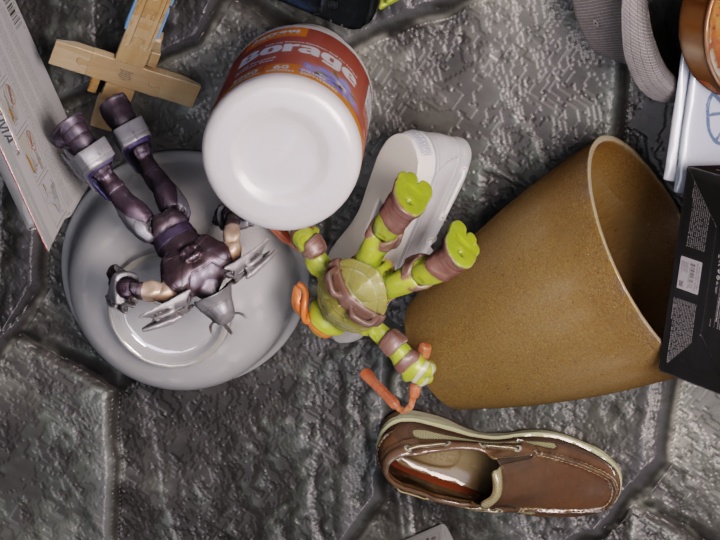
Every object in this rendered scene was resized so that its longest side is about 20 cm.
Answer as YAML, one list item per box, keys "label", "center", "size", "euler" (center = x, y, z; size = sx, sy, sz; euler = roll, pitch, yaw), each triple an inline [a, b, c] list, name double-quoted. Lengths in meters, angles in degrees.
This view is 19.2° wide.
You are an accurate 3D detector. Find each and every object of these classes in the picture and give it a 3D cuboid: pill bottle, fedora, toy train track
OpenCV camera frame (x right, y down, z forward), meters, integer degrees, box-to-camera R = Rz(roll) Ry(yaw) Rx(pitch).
- label: "pill bottle"
  center: [-0.048, -0.113, 1.535]
  size: [0.111, 0.200, 0.113]
  euler: [1, 111, 3]
- label: "fedora"
  center: [0.207, -0.222, 1.512]
  size: [0.090, 0.177, 0.201]
  euler: [16, 134, 36]
- label: "toy train track"
  center: [-0.162, -0.187, 1.586]
  size: [0.114, 0.033, 0.200]
  euler: [16, 132, -14]

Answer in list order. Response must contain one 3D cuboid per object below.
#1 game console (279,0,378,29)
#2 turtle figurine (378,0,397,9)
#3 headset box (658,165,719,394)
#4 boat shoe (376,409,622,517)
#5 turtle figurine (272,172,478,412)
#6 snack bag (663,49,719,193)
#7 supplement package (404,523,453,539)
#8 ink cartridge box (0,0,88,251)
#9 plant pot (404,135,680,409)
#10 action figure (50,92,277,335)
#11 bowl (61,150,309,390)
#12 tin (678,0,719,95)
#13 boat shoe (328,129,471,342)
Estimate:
- label: "game console"
  center: [-0.085, -0.261, 1.482]
  size: [0.199, 0.116, 0.177]
  euler: [25, 125, 18]
- label: "turtle figurine"
  center: [0.000, -0.275, 1.541]
  size: [0.199, 0.064, 0.162]
  euler: [-30, 91, 28]
- label: "headset box"
  center: [0.314, 0.002, 1.510]
  size: [0.199, 0.077, 0.150]
  euler: [-3, 106, -38]
- label: "boat shoe"
  center: [0.110, 0.168, 1.699]
  size: [0.201, 0.075, 0.075]
  euler: [8, 112, 1]
- label: "turtle figurine"
  center: [0.000, 0.000, 1.557]
  size: [0.200, 0.064, 0.161]
  euler: [54, 128, 9]
- label: "snack bag"
  center: [0.308, -0.151, 1.530]
  size: [0.199, 0.021, 0.190]
  euler: [-3, 104, -33]
- label: "supplement package"
  center: [0.039, 0.314, 1.693]
  size: [0.117, 0.200, 0.117]
  euler: [-24, 108, 12]
- label: "ink cartridge box"
  center: [-0.267, -0.123, 1.561]
  size: [0.043, 0.174, 0.201]
  euler: [-18, 109, 12]
- label: "plant pot"
  center: [0.140, 0.026, 1.601]
  size: [0.199, 0.187, 0.187]
  euler: [-28, 107, 27]
- label: "action figure"
  center: [-0.145, -0.036, 1.568]
  size: [0.130, 0.069, 0.201]
  euler: [-29, 76, -24]
- label: "bowl"
  center: [-0.142, 0.015, 1.651]
  size: [0.199, 0.090, 0.202]
  euler: [1, 112, 3]
- label: "tin"
  center: [0.285, -0.213, 1.463]
  size: [0.111, 0.042, 0.201]
  euler: [19, 92, -31]
- label: "boat shoe"
  center: [0.029, -0.026, 1.635]
  size: [0.068, 0.072, 0.201]
  euler: [-3, 128, -32]
